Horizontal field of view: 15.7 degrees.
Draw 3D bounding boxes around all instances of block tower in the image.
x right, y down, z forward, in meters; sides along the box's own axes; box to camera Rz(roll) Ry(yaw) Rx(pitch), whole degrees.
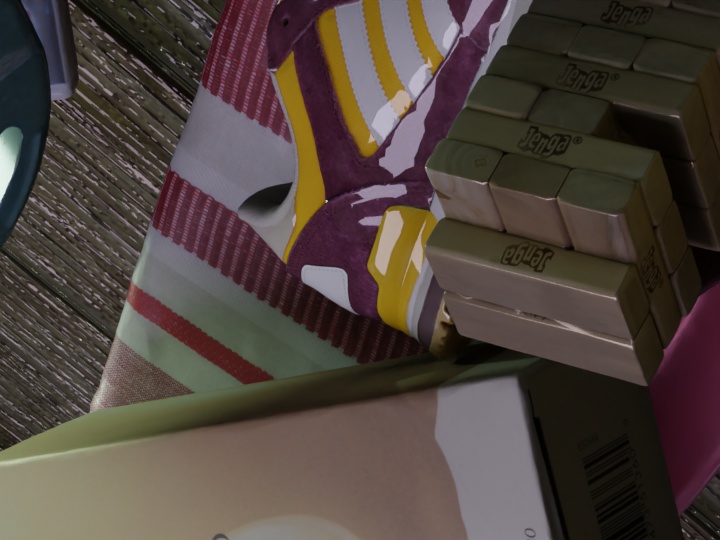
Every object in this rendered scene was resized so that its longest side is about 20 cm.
[{"bbox_3d":[0.087,-0.070,0.640,0.058,0.201,0.054,15,150,30],"label":"block tower"}]

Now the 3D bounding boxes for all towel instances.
[{"bbox_3d":[0.000,0.000,0.791,0.144,0.023,0.201,32,118,21],"label":"towel"}]

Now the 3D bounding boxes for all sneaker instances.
[{"bbox_3d":[0.020,-0.077,0.698,0.090,0.075,0.201,28,116,19],"label":"sneaker"}]

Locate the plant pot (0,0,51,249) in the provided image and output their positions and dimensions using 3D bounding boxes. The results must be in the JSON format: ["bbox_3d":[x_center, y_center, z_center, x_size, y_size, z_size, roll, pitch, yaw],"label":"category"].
[{"bbox_3d":[-0.202,-0.077,0.776,0.196,0.200,0.201,44,168,40],"label":"plant pot"}]

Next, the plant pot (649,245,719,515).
[{"bbox_3d":[0.032,0.012,0.921,0.179,0.200,0.200,44,162,23],"label":"plant pot"}]

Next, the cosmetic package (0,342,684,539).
[{"bbox_3d":[-0.010,0.084,0.762,0.199,0.071,0.106,-13,94,34],"label":"cosmetic package"}]

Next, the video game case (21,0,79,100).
[{"bbox_3d":[-0.209,-0.139,0.913,0.199,0.023,0.183,-5,114,4],"label":"video game case"}]
